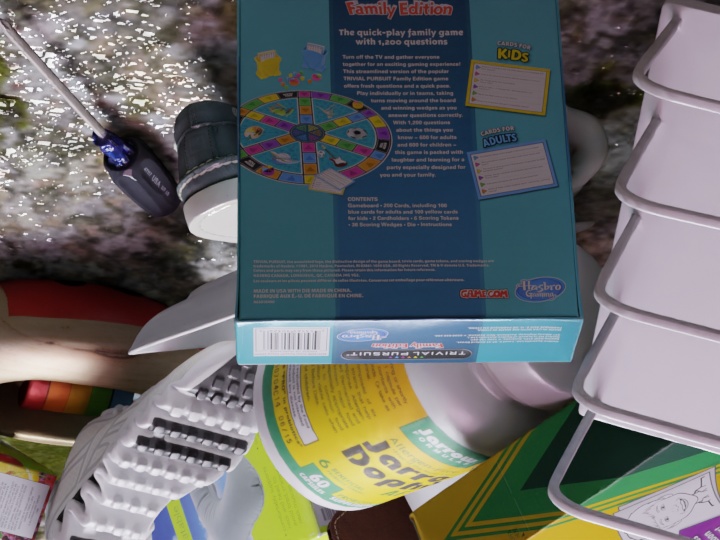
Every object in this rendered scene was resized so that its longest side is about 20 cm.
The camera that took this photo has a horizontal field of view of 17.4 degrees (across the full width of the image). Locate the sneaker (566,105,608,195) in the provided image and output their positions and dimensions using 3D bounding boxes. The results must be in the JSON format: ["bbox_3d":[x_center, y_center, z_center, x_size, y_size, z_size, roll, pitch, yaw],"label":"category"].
[{"bbox_3d":[0.037,-0.072,1.174,0.199,0.079,0.079,6,159,-38],"label":"sneaker"}]

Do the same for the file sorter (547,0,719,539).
[{"bbox_3d":[0.167,0.007,0.996,0.138,0.125,0.202,15,112,13],"label":"file sorter"}]

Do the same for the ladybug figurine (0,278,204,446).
[{"bbox_3d":[-0.170,0.054,1.413,0.199,0.072,0.136,11,150,-23],"label":"ladybug figurine"}]

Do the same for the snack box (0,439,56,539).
[{"bbox_3d":[-0.291,0.103,1.419,0.142,0.053,0.200,21,179,-35],"label":"snack box"}]

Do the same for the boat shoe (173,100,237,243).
[{"bbox_3d":[-0.039,-0.049,1.230,0.072,0.062,0.200,-25,167,20],"label":"boat shoe"}]

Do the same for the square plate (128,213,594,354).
[{"bbox_3d":[0.000,0.000,1.302,0.199,0.029,0.198,-23,170,35],"label":"square plate"}]

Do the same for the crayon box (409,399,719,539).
[{"bbox_3d":[0.147,0.134,1.203,0.172,0.058,0.200,-36,140,11],"label":"crayon box"}]

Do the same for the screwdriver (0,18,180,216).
[{"bbox_3d":[-0.143,-0.076,1.206,0.029,0.028,0.200,-38,148,6],"label":"screwdriver"}]

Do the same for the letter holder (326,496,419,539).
[{"bbox_3d":[0.082,0.212,1.431,0.142,0.200,0.101,-34,154,-27],"label":"letter holder"}]

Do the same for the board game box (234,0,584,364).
[{"bbox_3d":[0.018,-0.057,1.063,0.150,0.201,0.047,0,153,-3],"label":"board game box"}]

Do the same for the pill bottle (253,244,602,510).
[{"bbox_3d":[0.042,0.051,1.230,0.112,0.114,0.199,18,152,-34],"label":"pill bottle"}]

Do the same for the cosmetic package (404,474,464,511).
[{"bbox_3d":[0.081,0.116,1.353,0.081,0.201,0.113,-15,143,-22],"label":"cosmetic package"}]

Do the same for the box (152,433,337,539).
[{"bbox_3d":[-0.091,0.140,1.529,0.047,0.123,0.200,-8,165,-45],"label":"box"}]

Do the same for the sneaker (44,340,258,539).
[{"bbox_3d":[-0.126,0.102,1.357,0.075,0.081,0.200,24,122,-33],"label":"sneaker"}]
